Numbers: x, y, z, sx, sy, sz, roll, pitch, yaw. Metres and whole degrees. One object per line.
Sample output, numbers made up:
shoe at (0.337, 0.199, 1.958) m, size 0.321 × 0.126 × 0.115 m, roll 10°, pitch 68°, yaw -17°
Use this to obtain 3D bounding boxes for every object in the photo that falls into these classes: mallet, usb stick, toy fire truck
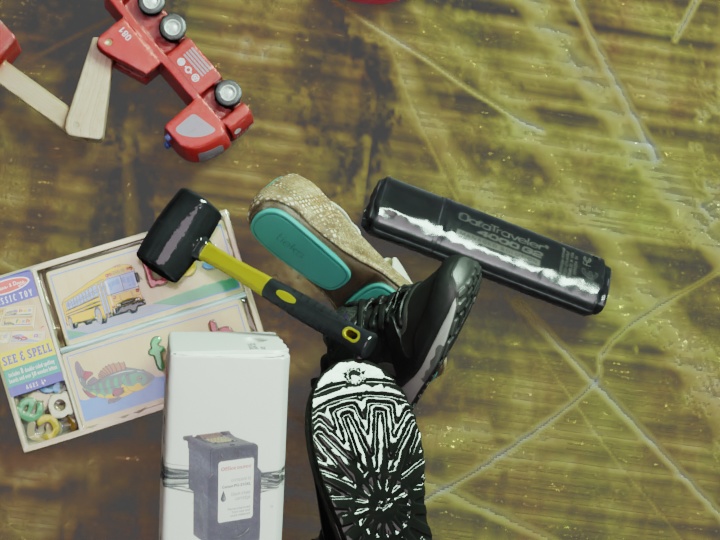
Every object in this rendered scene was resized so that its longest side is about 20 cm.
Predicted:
mallet at (-0.067, 0.000, 1.151) m, size 0.199 × 0.041 × 0.066 m, roll 21°, pitch 77°, yaw 22°
usb stick at (0.098, -0.018, 1.234) m, size 0.199 × 0.033 × 0.056 m, roll 20°, pitch 51°, yaw -4°
toy fire truck at (-0.192, -0.146, 1.208) m, size 0.141 × 0.049 × 0.200 m, roll -40°, pitch 90°, yaw -9°

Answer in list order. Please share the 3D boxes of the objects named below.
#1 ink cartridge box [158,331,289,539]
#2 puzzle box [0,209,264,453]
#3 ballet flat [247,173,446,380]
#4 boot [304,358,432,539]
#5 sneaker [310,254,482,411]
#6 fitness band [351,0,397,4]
ink cartridge box at (-0.099, 0.147, 1.123) m, size 0.084 × 0.145 × 0.202 m, roll 2°, pitch 93°, yaw -8°
puzzle box at (-0.175, 0.044, 1.201) m, size 0.198 × 0.025 × 0.134 m, roll -18°, pitch 85°, yaw -8°
ballet flat at (0.000, 0.000, 1.202) m, size 0.200 × 0.070 × 0.065 m, roll 47°, pitch 39°, yaw -21°
boot at (-0.013, 0.181, 1.142) m, size 0.079 × 0.158 × 0.213 m, roll -6°, pitch 77°, yaw -23°
sneaker at (0.016, 0.050, 1.144) m, size 0.087 × 0.201 × 0.076 m, roll 30°, pitch 47°, yaw 2°
fitness band at (0.027, -0.305, 1.262) m, size 0.143 × 0.037 × 0.201 m, roll 36°, pitch 82°, yaw -5°
